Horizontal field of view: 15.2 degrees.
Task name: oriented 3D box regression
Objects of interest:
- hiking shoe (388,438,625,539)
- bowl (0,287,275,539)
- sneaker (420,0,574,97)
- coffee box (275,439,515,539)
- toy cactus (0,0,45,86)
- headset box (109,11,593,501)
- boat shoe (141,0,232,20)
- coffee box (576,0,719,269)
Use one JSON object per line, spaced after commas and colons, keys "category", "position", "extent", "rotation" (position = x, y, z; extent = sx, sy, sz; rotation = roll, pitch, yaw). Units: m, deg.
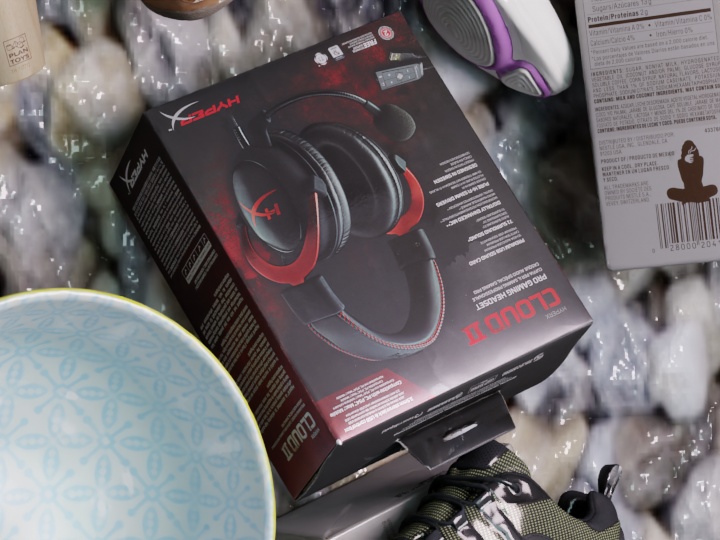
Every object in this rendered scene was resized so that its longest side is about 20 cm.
{"category": "hiking shoe", "position": [0.039, 0.129, 1.226], "extent": [0.199, 0.076, 0.101], "rotation": [5, 74, -35]}
{"category": "bowl", "position": [-0.149, 0.109, 1.184], "extent": [0.199, 0.108, 0.201], "rotation": [1, 87, -29]}
{"category": "sneaker", "position": [0.060, -0.180, 1.325], "extent": [0.100, 0.075, 0.200], "rotation": [-40, 107, -22]}
{"category": "coffee box", "position": [0.044, 0.196, 1.303], "extent": [0.114, 0.080, 0.201], "rotation": [-24, 99, -27]}
{"category": "toy cactus", "position": [-0.173, -0.164, 1.197], "extent": [0.200, 0.102, 0.166], "rotation": [-32, 113, -34]}
{"category": "headset box", "position": [0.000, 0.000, 1.245], "extent": [0.148, 0.075, 0.200], "rotation": [-23, 74, -27]}
{"category": "boat shoe", "position": [-0.065, -0.212, 1.248], "extent": [0.072, 0.075, 0.201], "rotation": [50, 52, -57]}
{"category": "coffee box", "position": [0.167, -0.107, 1.348], "extent": [0.114, 0.079, 0.201], "rotation": [-10, 94, -63]}
